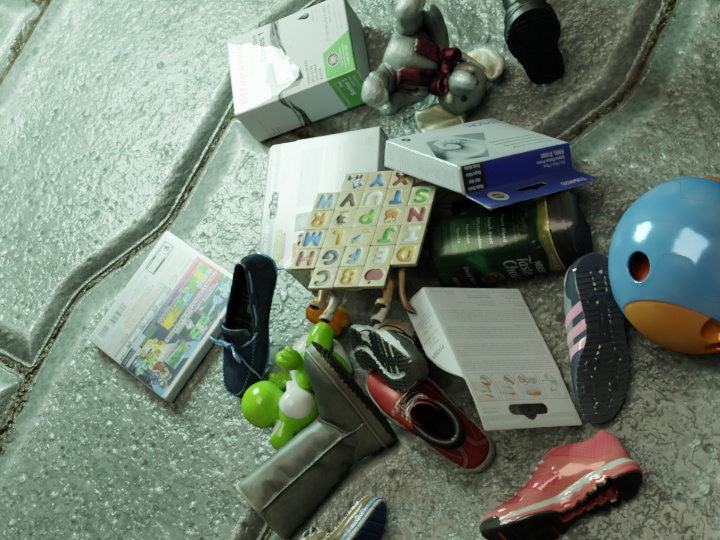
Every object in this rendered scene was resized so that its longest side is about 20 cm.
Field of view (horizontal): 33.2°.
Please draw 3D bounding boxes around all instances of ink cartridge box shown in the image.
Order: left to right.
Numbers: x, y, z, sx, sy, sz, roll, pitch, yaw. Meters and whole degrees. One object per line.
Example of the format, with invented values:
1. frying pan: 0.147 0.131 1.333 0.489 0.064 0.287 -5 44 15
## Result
1. ink cartridge box: -0.091 -0.297 1.789 0.198 0.084 0.147 -18 60 15
2. ink cartridge box: -0.042 -0.081 1.668 0.174 0.084 0.202 -5 66 24
3. ink cartridge box: 0.165 -0.141 1.528 0.199 0.198 0.041 27 123 45
4. ink cartridge box: 0.160 0.112 1.449 0.047 0.159 0.201 -51 49 40

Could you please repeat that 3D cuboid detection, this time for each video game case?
1. video game case: -0.277 0.063 1.748 0.182 0.023 0.201 31 81 32

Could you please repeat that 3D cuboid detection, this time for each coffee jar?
1. coffee jar: 0.190 -0.035 1.529 0.198 0.104 0.086 -14 58 19

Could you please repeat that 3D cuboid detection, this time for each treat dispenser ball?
1. treat dispenser ball: 0.382 -0.006 1.371 0.199 0.201 0.203 -10 63 20

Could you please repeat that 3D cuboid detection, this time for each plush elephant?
1. plush elephant: 0.107 -0.267 1.655 0.154 0.200 0.166 24 91 8

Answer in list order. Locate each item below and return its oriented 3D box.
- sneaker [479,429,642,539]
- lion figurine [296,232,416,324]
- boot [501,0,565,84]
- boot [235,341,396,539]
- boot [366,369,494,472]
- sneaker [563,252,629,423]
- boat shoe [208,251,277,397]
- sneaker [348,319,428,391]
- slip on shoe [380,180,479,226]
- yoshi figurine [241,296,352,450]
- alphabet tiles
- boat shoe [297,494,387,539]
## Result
1. sneaker: 0.227 0.255 1.413 0.199 0.074 0.087 -26 45 7
2. lion figurine: 0.000 0.000 1.512 0.198 0.073 0.123 3 62 33
3. boot: 0.219 -0.357 1.615 0.073 0.198 0.164 -18 67 12
4. boot: -0.077 0.215 1.526 0.199 0.073 0.182 -37 95 8
5. boot: 0.065 0.161 1.475 0.199 0.144 0.073 34 86 35
6. sneaker: 0.282 0.083 1.466 0.069 0.082 0.202 2 85 -6
7. boat shoe: -0.165 0.074 1.620 0.083 0.068 0.202 11 102 32
8. sneaker: 0.049 0.093 1.491 0.079 0.074 0.200 -16 14 -14
9. slip on shoe: 0.095 -0.081 1.583 0.199 0.076 0.061 -29 75 -31
10. yoshi figurine: -0.093 0.133 1.589 0.111 0.112 0.202 11 74 45
11. alphabet tiles: 0.005 -0.053 1.506 0.165 0.006 0.201 -2 48 22
12. boat shoe: -0.046 0.351 1.481 0.072 0.072 0.201 33 83 34
